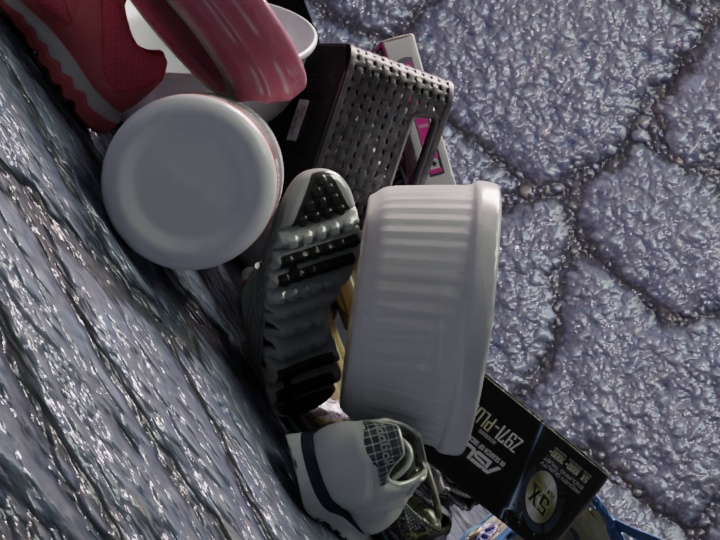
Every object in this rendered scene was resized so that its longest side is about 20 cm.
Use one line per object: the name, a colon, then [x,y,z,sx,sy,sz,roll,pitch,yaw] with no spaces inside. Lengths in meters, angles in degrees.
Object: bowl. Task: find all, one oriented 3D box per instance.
bowl: [-0.137,-0.156,1.508,0.201,0.201,0.091,-118,-153,-61]

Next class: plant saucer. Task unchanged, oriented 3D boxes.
plant saucer: [-0.122,-0.194,1.323,0.201,0.051,0.201,46,-10,10]

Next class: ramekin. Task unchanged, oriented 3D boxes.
ramekin: [0.041,0.030,1.322,0.202,0.094,0.203,-173,-90,-89]

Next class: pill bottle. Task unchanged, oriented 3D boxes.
pill bottle: [-0.112,-0.066,1.270,0.116,0.116,0.200,56,3,-5]

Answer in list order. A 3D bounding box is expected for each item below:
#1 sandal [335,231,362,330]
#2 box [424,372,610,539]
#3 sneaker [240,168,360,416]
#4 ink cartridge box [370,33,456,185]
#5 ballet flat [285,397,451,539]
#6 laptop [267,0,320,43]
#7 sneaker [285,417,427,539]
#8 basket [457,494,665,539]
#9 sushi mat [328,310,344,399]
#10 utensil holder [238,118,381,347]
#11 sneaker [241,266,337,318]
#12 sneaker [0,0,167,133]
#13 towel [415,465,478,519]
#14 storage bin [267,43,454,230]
sandal: [0.000,0.000,1.543,0.200,0.054,0.080,-39,108,-83]
box: [0.096,0.136,1.526,0.200,0.086,0.164,39,-2,0]
sneaker: [-0.052,0.008,1.315,0.081,0.075,0.200,47,-42,42]
ink cartridge box: [0.049,-0.105,1.639,0.095,0.037,0.200,154,-82,-74]
ballet flat: [0.012,0.150,1.426,0.200,0.072,0.072,55,4,-29]
laptop: [-0.124,-0.201,1.699,0.200,0.177,0.103,-63,134,-86]
sneaker: [0.013,0.143,1.277,0.200,0.080,0.077,37,33,-74]
basket: [0.171,0.282,1.636,0.200,0.176,0.139,26,-29,59]
sushi mat: [-0.029,0.063,1.479,0.200,0.012,0.096,75,15,-55]
utensil holder: [-0.037,-0.043,1.714,0.200,0.170,0.170,56,3,-27]
sneaker: [-0.061,0.046,1.549,0.200,0.077,0.082,38,45,-76]
sneaker: [-0.214,-0.200,1.313,0.200,0.087,0.074,55,2,-22]
towel: [0.054,0.157,1.843,0.200,0.086,0.166,58,4,17]
storage bin: [-0.011,-0.109,1.500,0.094,0.135,0.200,18,2,-18]
